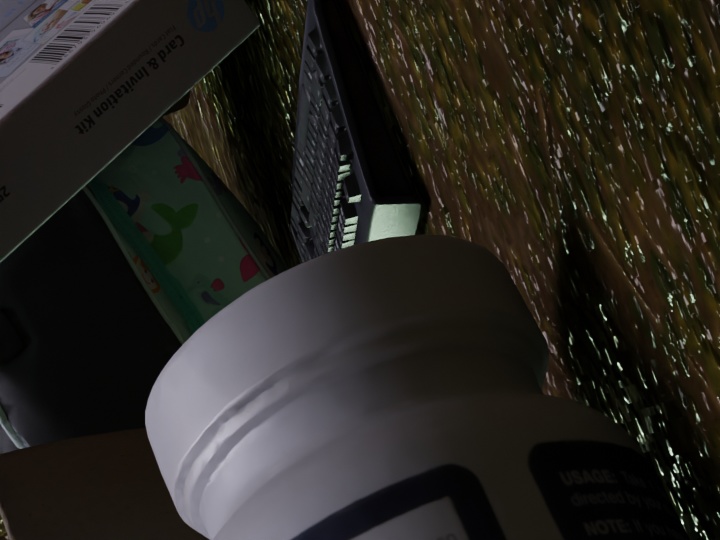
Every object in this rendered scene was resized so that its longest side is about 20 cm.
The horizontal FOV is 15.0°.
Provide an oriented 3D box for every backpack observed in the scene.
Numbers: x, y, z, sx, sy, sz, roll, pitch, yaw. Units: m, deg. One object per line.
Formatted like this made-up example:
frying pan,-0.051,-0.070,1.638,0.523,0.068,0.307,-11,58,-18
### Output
backpack,-0.102,0.027,1.093,0.178,0.150,0.200,57,168,-9

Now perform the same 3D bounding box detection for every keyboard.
keyboard,0.000,0.000,0.868,0.200,0.021,0.127,97,152,-73

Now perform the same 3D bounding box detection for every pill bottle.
pill bottle,0.029,0.099,0.598,0.116,0.115,0.200,85,163,-60

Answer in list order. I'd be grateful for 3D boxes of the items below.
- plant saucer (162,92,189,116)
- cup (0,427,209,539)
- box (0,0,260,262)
plant saucer,-0.105,-0.161,1.119,0.200,0.032,0.201,159,90,-81
cup,-0.009,0.124,0.794,0.200,0.143,0.201,159,90,-82
box,-0.143,-0.056,1.006,0.041,0.156,0.200,54,159,-23
